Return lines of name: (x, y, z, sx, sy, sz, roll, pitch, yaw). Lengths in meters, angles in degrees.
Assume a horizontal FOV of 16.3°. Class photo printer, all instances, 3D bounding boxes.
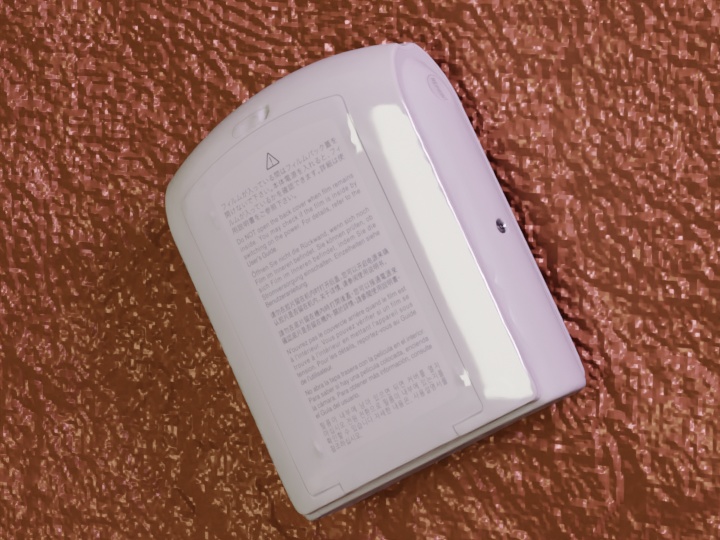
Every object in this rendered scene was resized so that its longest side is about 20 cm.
photo printer: (0.000, 0.000, 1.221, 0.166, 0.069, 0.201, -30, 81, 29)
